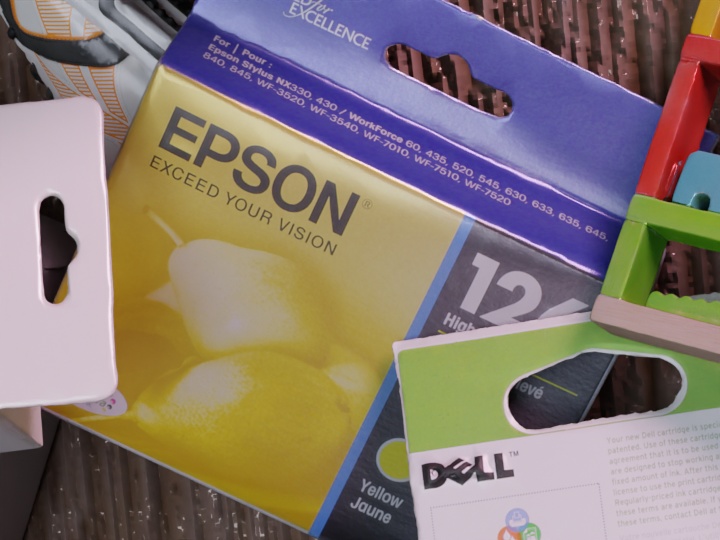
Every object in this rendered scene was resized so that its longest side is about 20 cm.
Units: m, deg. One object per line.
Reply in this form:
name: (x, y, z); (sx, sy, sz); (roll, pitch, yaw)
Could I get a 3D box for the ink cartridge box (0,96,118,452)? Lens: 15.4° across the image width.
ink cartridge box: (-0.180, 0.009, 0.951); (0.199, 0.068, 0.117); (-6, 75, 7)

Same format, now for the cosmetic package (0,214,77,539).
cosmetic package: (-0.180, 0.073, 1.063); (0.084, 0.108, 0.201); (22, 103, 17)

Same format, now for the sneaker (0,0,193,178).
sneaker: (-0.103, -0.081, 1.031); (0.200, 0.074, 0.080); (40, 111, 15)

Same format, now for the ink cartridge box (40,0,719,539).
ink cartridge box: (0.000, 0.000, 0.974); (0.197, 0.047, 0.201); (25, 113, 0)

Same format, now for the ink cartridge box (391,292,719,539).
ink cartridge box: (0.098, 0.119, 0.953); (0.147, 0.076, 0.201); (-9, 77, 10)

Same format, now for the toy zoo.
toy zoo: (0.168, -0.060, 0.906); (0.131, 0.020, 0.201); (14, 80, 35)
